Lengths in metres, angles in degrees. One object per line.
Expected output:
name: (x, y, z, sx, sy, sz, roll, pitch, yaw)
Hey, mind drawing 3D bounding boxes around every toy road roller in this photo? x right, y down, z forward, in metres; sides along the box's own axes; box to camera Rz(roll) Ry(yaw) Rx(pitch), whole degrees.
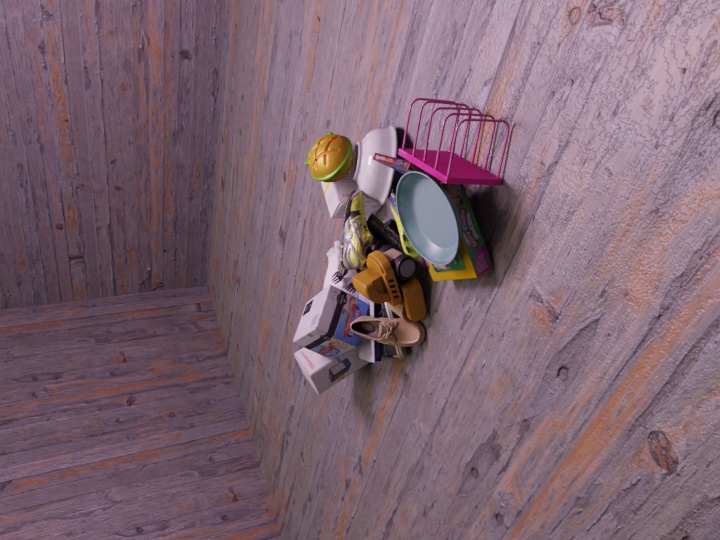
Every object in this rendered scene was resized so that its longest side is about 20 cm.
toy road roller: (0.066, 0.046, 1.518, 0.123, 0.144, 0.204, 34, 146, 59)

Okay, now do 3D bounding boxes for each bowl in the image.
bowl: (0.028, -0.276, 1.581, 0.201, 0.088, 0.208, -173, 90, -79)

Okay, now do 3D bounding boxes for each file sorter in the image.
file sorter: (0.189, -0.266, 1.245, 0.200, 0.135, 0.129, 46, 132, 53)

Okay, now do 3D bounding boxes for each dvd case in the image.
dvd case: (0.050, -0.044, 1.643, 0.148, 0.016, 0.201, 41, 143, 6)

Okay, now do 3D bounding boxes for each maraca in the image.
maraca: (-0.086, -0.302, 1.618, 0.137, 0.107, 0.200, -46, 37, 1)

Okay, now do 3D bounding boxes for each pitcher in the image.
pitcher: (-0.057, 0.023, 1.845, 0.172, 0.117, 0.206, 77, -173, -77)

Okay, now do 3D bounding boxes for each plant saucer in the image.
plant saucer: (0.146, -0.111, 1.260, 0.200, 0.035, 0.204, 44, 147, 37)

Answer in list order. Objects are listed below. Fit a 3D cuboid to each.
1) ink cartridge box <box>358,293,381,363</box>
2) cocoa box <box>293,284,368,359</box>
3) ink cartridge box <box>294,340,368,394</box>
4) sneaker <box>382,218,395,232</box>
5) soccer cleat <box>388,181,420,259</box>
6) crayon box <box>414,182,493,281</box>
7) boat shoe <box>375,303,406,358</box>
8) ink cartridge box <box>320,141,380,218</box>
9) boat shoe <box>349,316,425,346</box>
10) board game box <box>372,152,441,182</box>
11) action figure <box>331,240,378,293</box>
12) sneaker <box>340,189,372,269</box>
ink cartridge box: (0.033, 0.153, 1.727, 0.200, 0.042, 0.203, 167, 104, -76)
cocoa box: (-0.084, 0.149, 1.720, 0.199, 0.129, 0.136, -36, 32, 60)
ink cartridge box: (-0.086, 0.263, 1.873, 0.145, 0.197, 0.089, 35, 150, 57)
sneaker: (0.030, -0.084, 1.691, 0.199, 0.084, 0.077, -35, 62, 61)
soccer cleat: (0.117, -0.123, 1.539, 0.084, 0.063, 0.206, 90, 166, -77)
crayon box: (0.184, -0.083, 1.323, 0.172, 0.057, 0.204, -8, 106, 64)
boat shoe: (0.075, 0.137, 1.646, 0.061, 0.074, 0.206, -13, 85, 24)
ink cartridge box: (-0.033, -0.253, 1.720, 0.084, 0.141, 0.205, 127, 132, -55)
boat shoe: (0.068, 0.158, 1.574, 0.195, 0.064, 0.074, 3, 90, 24)
board game box: (0.108, -0.231, 1.397, 0.020, 0.101, 0.200, -65, 26, 6)
action figure: (0.000, 0.000, 1.635, 0.118, 0.103, 0.200, 37, 145, -6)
sneaker: (-0.004, -0.103, 1.564, 0.075, 0.074, 0.207, 12, -99, -76)
